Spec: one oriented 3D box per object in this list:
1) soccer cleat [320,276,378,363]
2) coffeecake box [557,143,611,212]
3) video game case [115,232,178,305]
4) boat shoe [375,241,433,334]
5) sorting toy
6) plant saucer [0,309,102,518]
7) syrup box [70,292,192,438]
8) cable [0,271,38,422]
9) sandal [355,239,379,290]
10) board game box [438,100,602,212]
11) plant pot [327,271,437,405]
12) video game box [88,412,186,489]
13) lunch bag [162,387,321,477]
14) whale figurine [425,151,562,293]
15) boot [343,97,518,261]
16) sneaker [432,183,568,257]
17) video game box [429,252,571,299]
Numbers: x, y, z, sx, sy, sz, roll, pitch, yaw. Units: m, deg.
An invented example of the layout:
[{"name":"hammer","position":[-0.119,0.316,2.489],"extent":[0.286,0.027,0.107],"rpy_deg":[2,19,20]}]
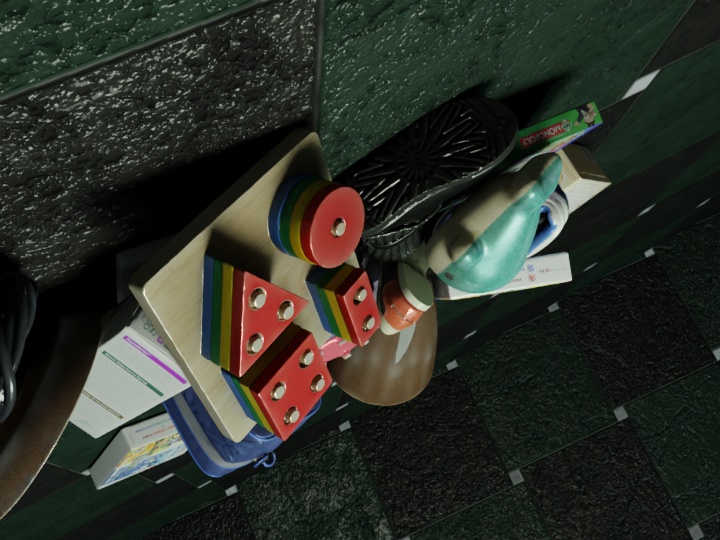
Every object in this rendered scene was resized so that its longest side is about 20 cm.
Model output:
[{"name":"soccer cleat","position":[-0.005,0.056,0.962],"extent":[0.199,0.077,0.067],"rpy_deg":[-32,156,-11]},{"name":"coffeecake box","position":[0.257,-0.102,1.075],"extent":[0.200,0.074,0.153],"rpy_deg":[-40,162,30]},{"name":"video game case","position":[-0.149,-0.011,0.723],"extent":[0.198,0.018,0.143],"rpy_deg":[-22,162,-27]},{"name":"boat shoe","position":[0.051,0.004,0.892],"extent":[0.063,0.071,0.201],"rpy_deg":[-47,-160,25]},{"name":"sorting toy","position":[-0.061,0.023,0.596],"extent":[0.200,0.069,0.200],"rpy_deg":[-48,140,-29]},{"name":"plant saucer","position":[-0.293,0.118,0.620],"extent":[0.032,0.202,0.200],"rpy_deg":[34,122,-29]},{"name":"syrup box","position":[-0.215,0.081,0.663],"extent":[0.199,0.081,0.079],"rpy_deg":[-29,-153,39]},{"name":"cable","position":[-0.285,0.087,0.549],"extent":[0.201,0.050,0.163],"rpy_deg":[-61,-162,16]},{"name":"sandal","position":[0.000,-0.001,0.865],"extent":[0.042,0.077,0.200],"rpy_deg":[3,-162,18]},{"name":"board game box","position":[0.174,-0.130,0.844],"extent":[0.133,0.029,0.200],"rpy_deg":[-23,176,-20]},{"name":"plant pot","position":[0.044,0.077,1.099],"extent":[0.185,0.188,0.201],"rpy_deg":[-23,149,-24]},{"name":"video game box","position":[-0.362,0.304,1.254],"extent":[0.181,0.047,0.200],"rpy_deg":[-18,160,-45]},{"name":"lunch bag","position":[-0.153,0.143,0.853],"extent":[0.132,0.201,0.135],"rpy_deg":[-38,168,36]},{"name":"whale figurine","position":[0.159,-0.046,0.791],"extent":[0.159,0.104,0.200],"rpy_deg":[-44,180,-37]},{"name":"boot","position":[0.077,-0.093,0.769],"extent":[0.209,0.080,0.158],"rpy_deg":[-28,162,11]},{"name":"sneaker","position":[0.177,-0.056,0.935],"extent":[0.198,0.081,0.147],"rpy_deg":[-23,-164,21]},{"name":"video game box","position":[0.205,0.011,1.099],"extent":[0.180,0.047,0.200],"rpy_deg":[-11,178,-3]}]
